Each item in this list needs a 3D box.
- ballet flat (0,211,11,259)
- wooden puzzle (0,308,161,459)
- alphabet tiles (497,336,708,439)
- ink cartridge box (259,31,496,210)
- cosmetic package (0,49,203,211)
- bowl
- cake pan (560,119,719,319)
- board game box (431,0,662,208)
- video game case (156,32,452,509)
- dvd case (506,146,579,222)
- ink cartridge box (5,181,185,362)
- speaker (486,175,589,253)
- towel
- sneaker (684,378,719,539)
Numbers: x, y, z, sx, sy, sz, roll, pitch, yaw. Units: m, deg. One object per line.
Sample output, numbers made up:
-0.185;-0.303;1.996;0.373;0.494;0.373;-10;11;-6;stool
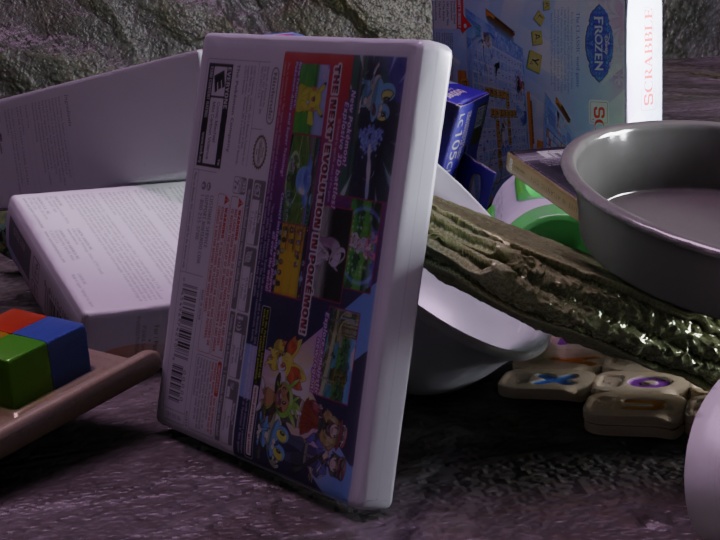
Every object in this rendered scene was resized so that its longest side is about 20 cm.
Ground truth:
-0.185;-0.030;1.242;0.199;0.075;0.074;-5;11;-1;ballet flat
-0.229;0.057;0.813;0.199;0.046;0.185;5;22;36;wooden puzzle
0.177;0.055;0.866;0.195;0.015;0.200;0;12;15;alphabet tiles
0.008;-0.083;1.203;0.199;0.137;0.076;19;19;16;ink cartridge box
-0.149;-0.095;1.132;0.199;0.081;0.113;-7;1;34;cosmetic package
0.000;0.000;0.885;0.201;0.090;0.201;35;24;-18;bowl
0.189;-0.022;0.759;0.199;0.037;0.200;6;23;-2;cake pan
0.135;-0.107;1.210;0.041;0.201;0.199;-11;15;-39;board game box
-0.032;-0.008;0.762;0.023;0.201;0.182;5;5;-36;video game case
0.187;-0.029;0.849;0.148;0.016;0.200;-6;25;-23;dvd case
-0.105;-0.002;1.030;0.199;0.050;0.162;-3;30;-27;ink cartridge box
0.124;-0.018;1.059;0.088;0.089;0.200;-2;12;5;speaker
0.093;0.007;0.789;0.200;0.037;0.148;18;8;-34;towel
0.222;0.067;0.651;0.115;0.074;0.200;4;12;43;sneaker
